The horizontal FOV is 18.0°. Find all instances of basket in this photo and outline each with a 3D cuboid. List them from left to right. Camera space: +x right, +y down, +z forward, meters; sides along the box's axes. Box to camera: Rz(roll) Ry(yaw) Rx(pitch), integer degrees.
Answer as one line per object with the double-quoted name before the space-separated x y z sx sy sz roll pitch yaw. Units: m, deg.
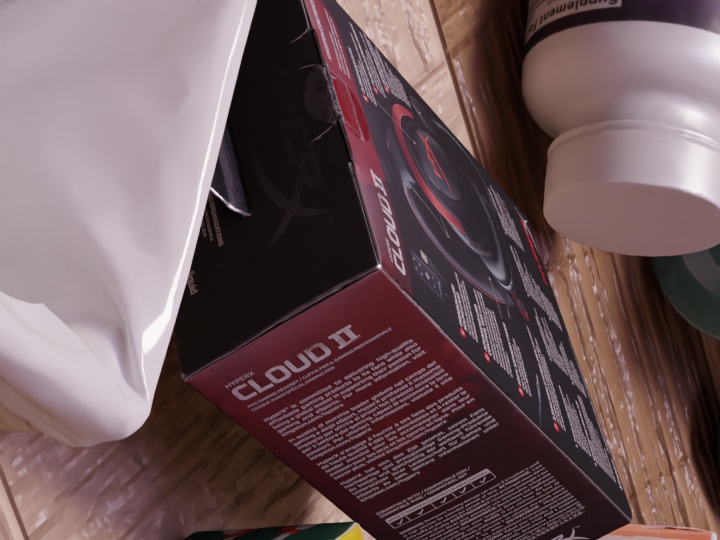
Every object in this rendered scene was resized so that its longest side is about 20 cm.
"basket" -0.116 -0.069 0.592 0.136 0.123 0.201 44 51 -47

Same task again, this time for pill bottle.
"pill bottle" 0.129 -0.114 1.000 0.111 0.111 0.202 33 58 -51

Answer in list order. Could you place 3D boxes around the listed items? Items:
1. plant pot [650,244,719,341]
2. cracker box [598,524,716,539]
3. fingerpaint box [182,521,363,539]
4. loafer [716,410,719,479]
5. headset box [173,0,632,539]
"plant pot" 0.248 -0.023 1.116 0.187 0.199 0.202 10 76 -42
"cracker box" 0.107 0.202 0.905 0.134 0.057 0.202 54 38 -82
"fingerpaint box" -0.048 0.202 0.705 0.167 0.073 0.202 -30 110 -56
"loafer" 0.244 0.123 1.183 0.200 0.072 0.073 47 49 -43
"headset box" 0.000 0.000 0.761 0.200 0.075 0.149 44 22 -46
